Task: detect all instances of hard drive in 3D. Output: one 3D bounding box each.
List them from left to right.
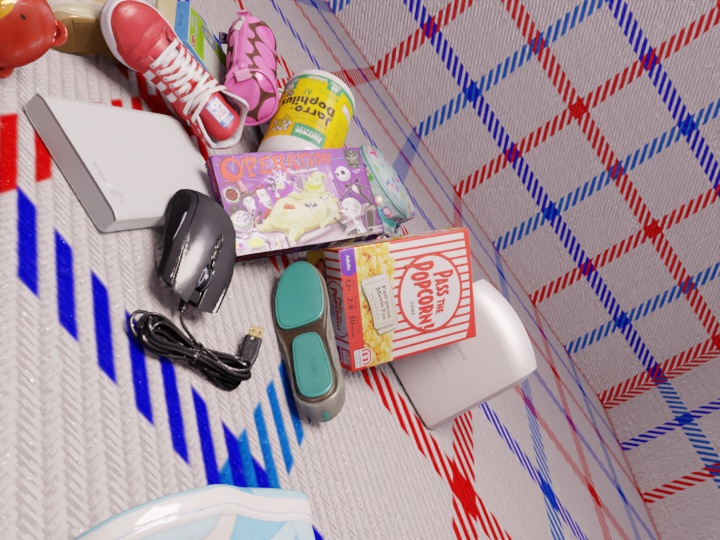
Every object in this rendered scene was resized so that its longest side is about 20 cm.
[{"bbox_3d":[-0.221,-0.108,0.586,0.132,0.026,0.200,57,18,2],"label":"hard drive"}]

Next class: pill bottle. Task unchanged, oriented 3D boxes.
[{"bbox_3d":[-0.083,-0.181,0.826,0.113,0.112,0.201,41,53,-38],"label":"pill bottle"}]

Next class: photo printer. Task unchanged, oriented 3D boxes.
[{"bbox_3d":[0.149,0.121,0.860,0.167,0.199,0.069,61,19,11],"label":"photo printer"}]

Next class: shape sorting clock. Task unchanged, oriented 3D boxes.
[{"bbox_3d":[-0.235,-0.312,0.855,0.201,0.039,0.200,62,12,-22],"label":"shape sorting clock"}]

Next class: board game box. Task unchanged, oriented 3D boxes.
[{"bbox_3d":[-0.072,-0.083,0.680,0.199,0.032,0.121,-12,76,-33],"label":"board game box"},{"bbox_3d":[0.057,0.031,0.746,0.199,0.046,0.153,-12,100,-28],"label":"board game box"}]

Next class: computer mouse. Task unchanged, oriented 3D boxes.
[{"bbox_3d":[-0.131,0.011,0.547,0.140,0.046,0.201,45,30,-37],"label":"computer mouse"}]

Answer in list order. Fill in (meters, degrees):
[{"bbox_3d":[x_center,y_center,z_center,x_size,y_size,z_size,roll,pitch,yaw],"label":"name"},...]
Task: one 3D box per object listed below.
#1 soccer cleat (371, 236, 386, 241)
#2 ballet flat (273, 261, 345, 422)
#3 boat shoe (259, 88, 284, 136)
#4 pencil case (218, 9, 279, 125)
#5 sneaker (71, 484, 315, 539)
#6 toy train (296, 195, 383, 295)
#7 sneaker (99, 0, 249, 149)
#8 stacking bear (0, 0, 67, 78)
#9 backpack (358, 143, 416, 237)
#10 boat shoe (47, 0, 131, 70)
[{"bbox_3d":[0.031,0.001,0.917,0.200,0.066,0.077,60,9,-76],"label":"soccer cleat"},{"bbox_3d":[-0.059,0.079,0.652,0.064,0.067,0.201,77,-1,-49],"label":"ballet flat"},{"bbox_3d":[-0.131,-0.264,0.941,0.203,0.086,0.075,64,3,17],"label":"boat shoe"},{"bbox_3d":[-0.164,-0.302,0.846,0.094,0.090,0.201,91,-10,-45],"label":"pencil case"},{"bbox_3d":[-0.080,0.207,0.349,0.200,0.079,0.131,27,33,-54],"label":"sneaker"},{"bbox_3d":[0.000,0.000,0.764,0.201,0.150,0.056,58,4,-9],"label":"toy train"},{"bbox_3d":[-0.196,-0.212,0.642,0.112,0.071,0.200,39,-7,23],"label":"sneaker"},{"bbox_3d":[-0.325,-0.258,0.450,0.201,0.121,0.114,58,-19,-20],"label":"stacking bear"},{"bbox_3d":[-0.008,-0.121,0.962,0.178,0.150,0.200,62,24,11],"label":"backpack"},{"bbox_3d":[-0.279,-0.281,0.647,0.069,0.073,0.200,63,20,1],"label":"boat shoe"}]
